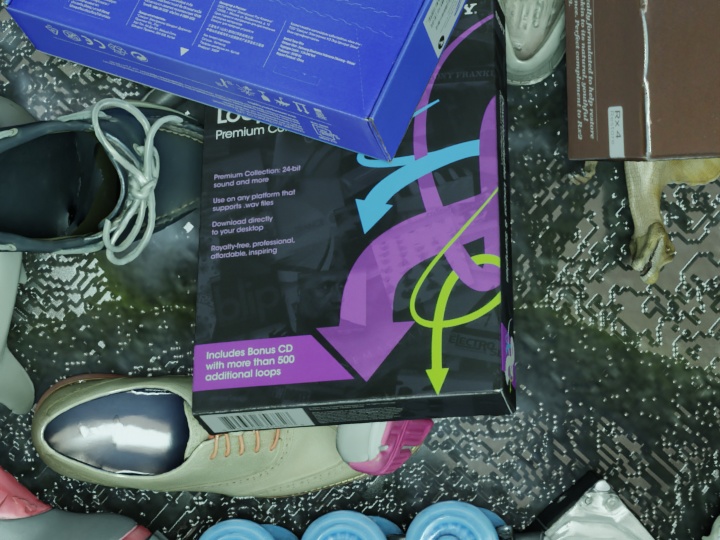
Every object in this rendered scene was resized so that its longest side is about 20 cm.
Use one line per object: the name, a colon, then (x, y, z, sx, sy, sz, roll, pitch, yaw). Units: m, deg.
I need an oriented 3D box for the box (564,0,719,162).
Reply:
box: (0.197, -0.103, 0.939, 0.198, 0.075, 0.101, -3, 93, -28)

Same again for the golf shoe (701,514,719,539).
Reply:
golf shoe: (0.222, 0.125, 0.959, 0.078, 0.097, 0.202, 16, 83, -18)

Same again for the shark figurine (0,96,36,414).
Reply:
shark figurine: (-0.182, -0.042, 0.953, 0.128, 0.089, 0.216, -26, 86, 31)

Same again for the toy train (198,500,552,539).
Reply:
toy train: (0.000, 0.174, 0.951, 0.198, 0.087, 0.115, -6, 80, 11)

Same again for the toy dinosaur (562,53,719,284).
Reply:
toy dinosaur: (0.156, -0.093, 0.990, 0.101, 0.058, 0.201, 33, 77, -22)

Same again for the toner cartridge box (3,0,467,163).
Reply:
toner cartridge box: (-0.058, -0.126, 0.916, 0.199, 0.043, 0.096, 20, 72, 23)

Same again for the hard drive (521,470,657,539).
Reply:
hard drive: (0.091, 0.219, 1.003, 0.200, 0.038, 0.140, -41, 95, 0)

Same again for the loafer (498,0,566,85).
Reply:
loafer: (0.094, -0.190, 0.963, 0.069, 0.070, 0.202, 7, 93, -4)

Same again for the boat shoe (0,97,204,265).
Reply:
boat shoe: (-0.128, -0.042, 0.907, 0.199, 0.061, 0.076, -3, 99, -48)

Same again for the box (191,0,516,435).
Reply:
box: (-0.003, -0.029, 0.904, 0.142, 0.036, 0.202, -5, 66, 13)

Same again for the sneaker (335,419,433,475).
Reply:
sneaker: (0.000, 0.000, 0.957, 0.087, 0.081, 0.202, -1, 70, 15)

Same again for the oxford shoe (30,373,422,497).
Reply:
oxford shoe: (-0.062, 0.081, 0.965, 0.198, 0.074, 0.072, -5, 91, -5)

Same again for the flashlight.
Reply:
flashlight: (-0.167, 0.099, 0.911, 0.200, 0.068, 0.068, 42, 124, 0)

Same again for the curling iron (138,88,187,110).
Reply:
curling iron: (-0.028, -0.127, 0.980, 0.199, 0.026, 0.050, -30, 92, -2)
